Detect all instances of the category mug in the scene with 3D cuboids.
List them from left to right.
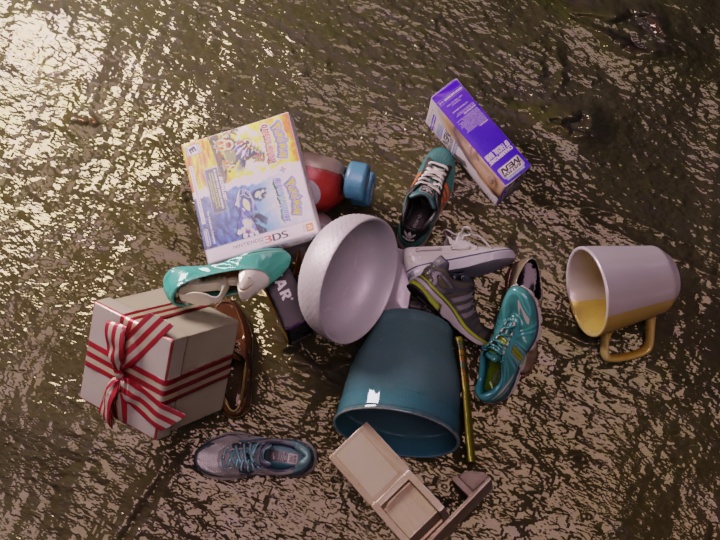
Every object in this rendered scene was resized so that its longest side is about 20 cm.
[{"bbox_3d":[0.440,0.037,1.603,0.152,0.188,0.150,-9,44,-13],"label":"mug"}]

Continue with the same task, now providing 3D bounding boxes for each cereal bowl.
[{"bbox_3d":[-0.030,0.006,1.471,0.083,0.200,0.201,19,74,34],"label":"cereal bowl"}]

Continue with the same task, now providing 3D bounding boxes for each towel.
[{"bbox_3d":[0.168,0.210,1.559,0.018,0.086,0.202,-6,77,10],"label":"towel"}]

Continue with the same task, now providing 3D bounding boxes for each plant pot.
[{"bbox_3d":[0.070,0.172,1.521,0.198,0.201,0.189,11,61,1],"label":"plant pot"}]

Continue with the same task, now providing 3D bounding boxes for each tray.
[{"bbox_3d":[0.000,0.000,1.569,0.199,0.022,0.108,17,80,-29],"label":"tray"}]

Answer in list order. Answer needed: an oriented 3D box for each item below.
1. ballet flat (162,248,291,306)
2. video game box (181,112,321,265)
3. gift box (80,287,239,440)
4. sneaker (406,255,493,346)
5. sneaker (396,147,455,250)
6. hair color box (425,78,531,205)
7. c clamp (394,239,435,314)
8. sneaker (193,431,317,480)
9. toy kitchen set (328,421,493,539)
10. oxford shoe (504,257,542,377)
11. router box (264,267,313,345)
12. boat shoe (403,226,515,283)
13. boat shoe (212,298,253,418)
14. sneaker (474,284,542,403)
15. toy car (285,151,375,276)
[{"bbox_3d":[-0.198,0.020,1.447,0.198,0.068,0.071,-10,49,-1],"label":"ballet flat"},{"bbox_3d":[-0.169,-0.123,1.489,0.180,0.047,0.202,-16,80,3],"label":"video game box"},{"bbox_3d":[-0.300,0.134,1.455,0.199,0.186,0.186,17,106,29],"label":"gift box"},{"bbox_3d":[0.164,0.054,1.559,0.081,0.074,0.200,-51,126,-3],"label":"sneaker"},{"bbox_3d":[0.118,-0.131,1.638,0.071,0.080,0.202,19,71,4],"label":"sneaker"},{"bbox_3d":[0.199,-0.219,1.652,0.065,0.109,0.200,-39,80,-10],"label":"hair color box"},{"bbox_3d":[0.062,0.029,1.633,0.198,0.027,0.173,7,71,1],"label":"c clamp"},{"bbox_3d":[-0.168,0.291,1.528,0.198,0.086,0.078,-2,76,-2],"label":"sneaker"},{"bbox_3d":[0.085,0.321,1.485,0.163,0.200,0.180,-42,65,-9],"label":"toy kitchen set"},{"bbox_3d":[0.269,0.075,1.600,0.070,0.075,0.202,2,77,-4],"label":"oxford shoe"},{"bbox_3d":[-0.138,0.011,1.565,0.051,0.149,0.201,-24,78,-8],"label":"router box"},{"bbox_3d":[0.162,-0.034,1.615,0.200,0.075,0.087,-10,71,-17],"label":"boat shoe"},{"bbox_3d":[-0.208,0.140,1.572,0.071,0.068,0.202,-10,77,-4],"label":"boat shoe"},{"bbox_3d":[0.235,0.122,1.547,0.077,0.079,0.202,20,101,35],"label":"sneaker"},{"bbox_3d":[-0.086,-0.087,1.589,0.182,0.177,0.202,11,88,6],"label":"toy car"}]
